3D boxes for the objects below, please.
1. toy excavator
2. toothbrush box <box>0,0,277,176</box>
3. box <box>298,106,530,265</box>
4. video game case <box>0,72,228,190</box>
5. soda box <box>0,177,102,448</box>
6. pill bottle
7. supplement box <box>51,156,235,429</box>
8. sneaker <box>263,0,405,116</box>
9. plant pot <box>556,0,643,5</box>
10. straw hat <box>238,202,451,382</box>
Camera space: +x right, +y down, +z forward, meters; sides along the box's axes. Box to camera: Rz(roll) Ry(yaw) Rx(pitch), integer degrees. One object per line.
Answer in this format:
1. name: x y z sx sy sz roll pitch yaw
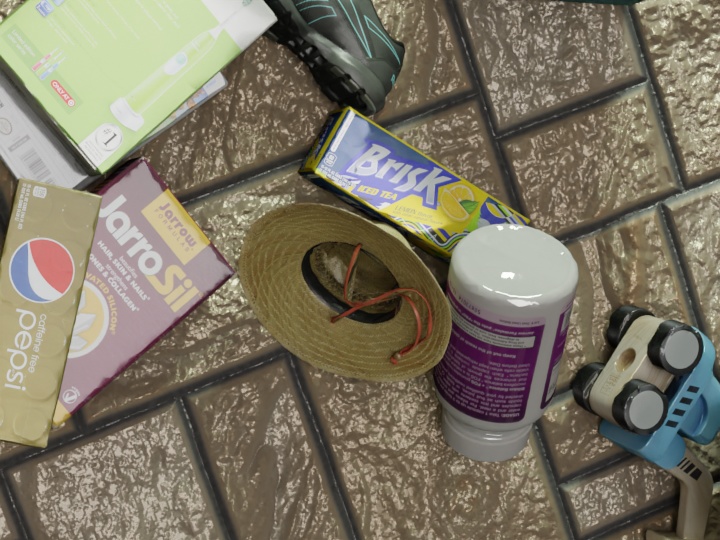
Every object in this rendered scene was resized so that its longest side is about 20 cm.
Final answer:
1. toy excavator: 0.294 0.160 1.515 0.199 0.100 0.195 35 84 -23
2. toothbrush box: -0.194 -0.197 1.340 0.200 0.086 0.146 -43 102 -9
3. box: 0.048 -0.066 1.444 0.199 0.064 0.070 31 84 -14
4. video game case: -0.233 -0.163 1.384 0.199 0.018 0.144 -37 101 -11
5. soda box: -0.257 0.032 1.256 0.067 0.064 0.202 13 90 -14
6. pill bottle: 0.122 0.069 1.410 0.111 0.113 0.201 -6 130 -15
7. supplement box: -0.224 0.017 1.351 0.200 0.103 0.131 -42 101 -11
8. sneaker: -0.041 -0.227 1.418 0.200 0.075 0.079 45 67 -19
9. plant pot: 0.166 -0.313 1.433 0.198 0.141 0.143 -2 93 -8
10. straw hat: 0.000 0.000 1.412 0.201 0.201 0.085 46 44 -13
